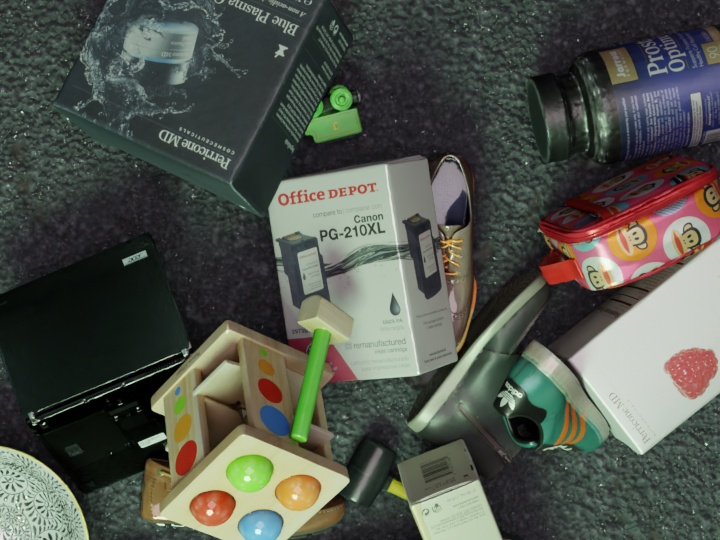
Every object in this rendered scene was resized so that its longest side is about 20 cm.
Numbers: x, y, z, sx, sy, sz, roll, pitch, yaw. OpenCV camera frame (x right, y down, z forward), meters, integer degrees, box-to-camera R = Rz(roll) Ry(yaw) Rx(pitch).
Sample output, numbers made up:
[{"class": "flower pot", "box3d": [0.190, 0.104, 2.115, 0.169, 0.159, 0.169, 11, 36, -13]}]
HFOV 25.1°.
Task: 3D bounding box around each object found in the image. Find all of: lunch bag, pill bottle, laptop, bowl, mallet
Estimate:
[{"class": "lunch bag", "box3d": [0.248, -0.038, 1.524, 0.176, 0.200, 0.082, -27, 97, -2]}, {"class": "pill bottle", "box3d": [0.268, -0.165, 1.563, 0.199, 0.112, 0.112, -12, 92, -3]}, {"class": "laptop", "box3d": [-0.234, 0.094, 1.550, 0.177, 0.103, 0.200, -22, 134, 6]}, {"class": "bowl", "box3d": [-0.356, 0.261, 1.555, 0.200, 0.094, 0.201, 0, 92, -3]}, {"class": "mallet", "box3d": [0.078, 0.226, 1.607, 0.199, 0.041, 0.066, 20, 89, -8]}]

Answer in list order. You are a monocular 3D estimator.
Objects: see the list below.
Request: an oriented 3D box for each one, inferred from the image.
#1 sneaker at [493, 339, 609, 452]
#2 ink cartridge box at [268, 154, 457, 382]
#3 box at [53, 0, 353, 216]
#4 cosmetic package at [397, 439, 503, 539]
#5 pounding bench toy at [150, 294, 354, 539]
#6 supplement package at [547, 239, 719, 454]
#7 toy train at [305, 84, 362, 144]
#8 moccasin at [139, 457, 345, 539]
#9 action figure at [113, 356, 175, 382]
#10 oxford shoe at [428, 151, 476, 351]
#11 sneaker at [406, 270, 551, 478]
[{"class": "sneaker", "box3d": [0.176, 0.137, 1.540, 0.080, 0.200, 0.071, -46, 55, -4]}, {"class": "ink cartridge box", "box3d": [0.000, 0.000, 1.539, 0.144, 0.084, 0.201, -7, 93, 32]}, {"class": "box", "box3d": [-0.143, -0.187, 1.505, 0.196, 0.117, 0.200, 24, 84, 15]}, {"class": "cosmetic package", "box3d": [0.107, 0.276, 1.550, 0.073, 0.104, 0.200, -21, 106, 1]}, {"class": "pounding bench toy", "box3d": [-0.078, 0.135, 1.444, 0.124, 0.156, 0.200, 27, 122, -32]}, {"class": "supplement package", "box3d": [0.302, 0.065, 1.568, 0.200, 0.120, 0.121, -39, 94, -1]}, {"class": "toy train", "box3d": [-0.093, -0.134, 1.584, 0.199, 0.042, 0.057, -15, 103, -2]}, {"class": "moccasin", "box3d": [-0.113, 0.216, 1.576, 0.201, 0.074, 0.078, 9, 93, -5]}, {"class": "action figure", "box3d": [-0.257, 0.081, 1.580, 0.199, 0.052, 0.066, 18, 96, -1]}, {"class": "oxford shoe", "box3d": [0.078, -0.016, 1.568, 0.071, 0.073, 0.201, 0, 85, 2]}, {"class": "sneaker", "box3d": [0.145, 0.102, 1.592, 0.106, 0.075, 0.200, 36, 99, -8]}]
